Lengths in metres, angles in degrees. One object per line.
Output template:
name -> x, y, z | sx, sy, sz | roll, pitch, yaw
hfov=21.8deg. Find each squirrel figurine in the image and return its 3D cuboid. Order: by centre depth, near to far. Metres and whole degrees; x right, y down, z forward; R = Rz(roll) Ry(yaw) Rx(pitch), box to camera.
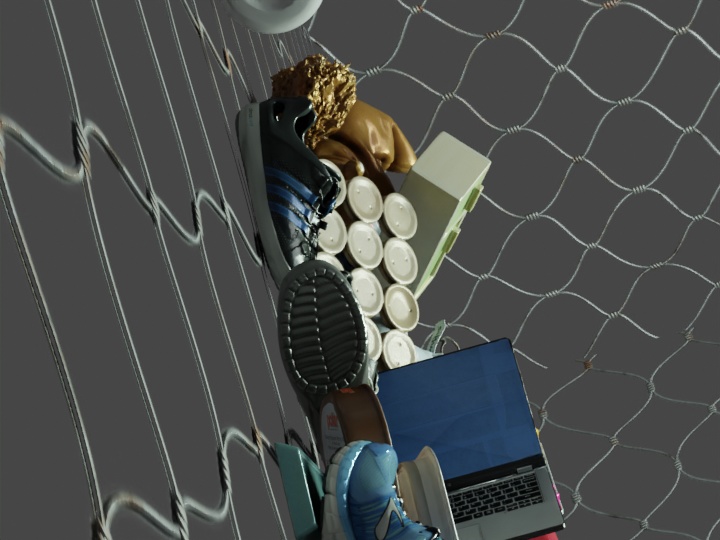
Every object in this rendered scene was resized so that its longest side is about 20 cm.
squirrel figurine -> -0.040, -0.124, 1.956 | 0.187, 0.141, 0.200 | -70, 138, -66

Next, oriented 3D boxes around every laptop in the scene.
laptop -> 0.072, 0.171, 1.718 | 0.200, 0.187, 0.116 | -97, 170, -72

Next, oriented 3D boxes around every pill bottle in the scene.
pill bottle -> -0.090, -0.308, 1.893 | 0.200, 0.112, 0.112 | -95, 169, -74

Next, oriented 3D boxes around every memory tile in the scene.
memory tile -> 0.000, 0.000, 1.831 | 0.153, 0.017, 0.200 | 21, 59, -39

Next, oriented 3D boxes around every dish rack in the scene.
dish rack -> 0.048, 0.253, 1.486 | 0.172, 0.044, 0.200 | 111, -32, -68

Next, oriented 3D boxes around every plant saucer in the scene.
plant saucer -> -0.033, 0.172, 1.366 | 0.200, 0.019, 0.070 | 62, 13, -74

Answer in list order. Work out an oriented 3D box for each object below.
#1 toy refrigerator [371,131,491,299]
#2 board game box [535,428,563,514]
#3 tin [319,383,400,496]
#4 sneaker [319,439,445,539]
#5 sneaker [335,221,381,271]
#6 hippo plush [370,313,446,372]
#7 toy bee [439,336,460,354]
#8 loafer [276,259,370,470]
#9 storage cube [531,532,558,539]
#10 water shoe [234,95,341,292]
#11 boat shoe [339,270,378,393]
toy refrigerator -> 0.068, -0.046, 1.992 | 0.076, 0.070, 0.200 | -50, 169, -41
board game box -> 0.116, 0.232, 2.111 | 0.200, 0.200, 0.026 | -97, -177, -72
tin -> 0.005, 0.189, 1.454 | 0.112, 0.042, 0.200 | 166, -85, -73
sneaker -> 0.019, 0.193, 1.285 | 0.200, 0.090, 0.078 | -87, 173, -54
sneaker -> -0.017, -0.026, 2.075 | 0.200, 0.084, 0.075 | -100, 174, -59
hippo plush -> 0.049, 0.101, 1.924 | 0.161, 0.159, 0.200 | 55, 35, -51
toy bee -> 0.033, 0.156, 2.120 | 0.200, 0.109, 0.131 | -12, 89, -61
loafer -> -0.027, 0.086, 1.534 | 0.070, 0.075, 0.200 | -138, -145, -73
storage cube -> 0.142, 0.340, 2.177 | 0.171, 0.200, 0.180 | -95, 163, -72
water shoe -> -0.052, -0.060, 1.614 | 0.072, 0.079, 0.200 | 63, 12, -75
boat shoe -> -0.016, 0.098, 1.635 | 0.072, 0.068, 0.200 | 69, 7, -78
